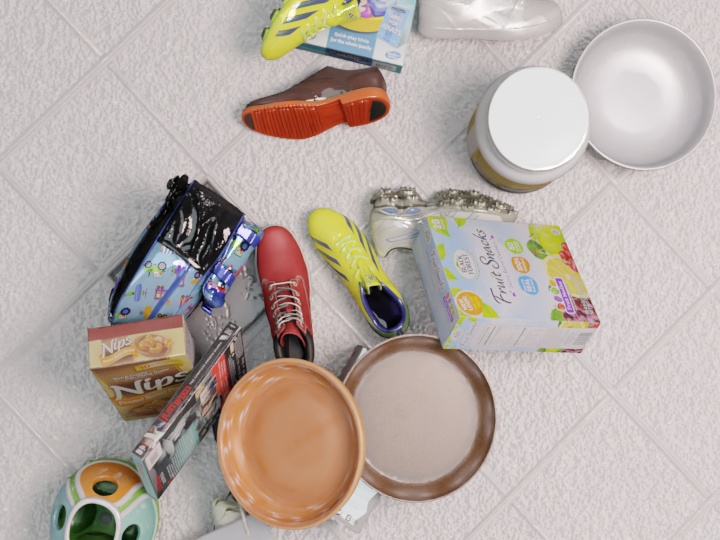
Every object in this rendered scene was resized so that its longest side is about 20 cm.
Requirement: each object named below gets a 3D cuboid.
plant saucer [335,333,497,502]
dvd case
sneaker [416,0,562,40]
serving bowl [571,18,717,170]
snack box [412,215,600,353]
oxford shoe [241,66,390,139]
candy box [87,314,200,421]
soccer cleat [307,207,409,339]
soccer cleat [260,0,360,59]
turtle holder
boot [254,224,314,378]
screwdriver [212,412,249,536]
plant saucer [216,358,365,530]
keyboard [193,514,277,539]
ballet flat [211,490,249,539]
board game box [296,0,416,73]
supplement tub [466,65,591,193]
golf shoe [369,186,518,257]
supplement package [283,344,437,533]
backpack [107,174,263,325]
[{"bbox_3d":[0.067,0.179,1.313,0.197,0.032,0.204,0,89,-4],"label":"plant saucer"},{"bbox_3d":[-0.205,0.173,1.323,0.022,0.147,0.201,27,64,13],"label":"dvd case"},{"bbox_3d":[0.173,-0.370,1.414,0.197,0.074,0.117,-2,124,-3],"label":"sneaker"},{"bbox_3d":[0.372,-0.231,1.446,0.197,0.066,0.204,0,88,-3],"label":"serving bowl"},{"bbox_3d":[0.181,0.018,1.356,0.197,0.068,0.170,2,47,-20],"label":"snack box"},{"bbox_3d":[-0.061,-0.227,1.432,0.197,0.072,0.073,-7,60,0],"label":"oxford shoe"},{"bbox_3d":[-0.258,0.124,1.329,0.114,0.201,0.056,-9,66,-4],"label":"candy box"},{"bbox_3d":[0.001,0.000,1.406,0.064,0.084,0.201,-34,90,-4],"label":"soccer cleat"},{"bbox_3d":[-0.046,-0.337,1.373,0.084,0.065,0.200,43,87,-2],"label":"soccer cleat"},{"bbox_3d":[-0.336,0.331,1.351,0.140,0.132,0.186,39,86,-2],"label":"turtle holder"},{"bbox_3d":[-0.093,0.036,1.370,0.071,0.144,0.203,-11,88,-3],"label":"boot"},{"bbox_3d":[-0.164,0.246,1.355,0.028,0.201,0.029,-23,133,2],"label":"screwdriver"},{"bbox_3d":[-0.080,0.207,1.294,0.197,0.037,0.204,-2,86,24],"label":"plant saucer"},{"bbox_3d":[-0.196,0.366,1.375,0.198,0.011,0.057,-28,98,20],"label":"keyboard"},{"bbox_3d":[-0.154,0.291,1.392,0.067,0.068,0.203,14,80,42],"label":"ballet flat"},{"bbox_3d":[0.004,-0.383,1.441,0.149,0.047,0.203,12,87,-3],"label":"board game box"},{"bbox_3d":[0.212,-0.177,1.363,0.142,0.200,0.147,0,89,1],"label":"supplement tub"},{"bbox_3d":[0.109,-0.057,1.433,0.197,0.078,0.099,2,108,0],"label":"golf shoe"},{"bbox_3d":[-0.003,0.211,1.381,0.116,0.117,0.202,31,86,-1],"label":"supplement package"},{"bbox_3d":[-0.226,0.001,1.343,0.134,0.182,0.202,32,81,-8],"label":"backpack"}]
